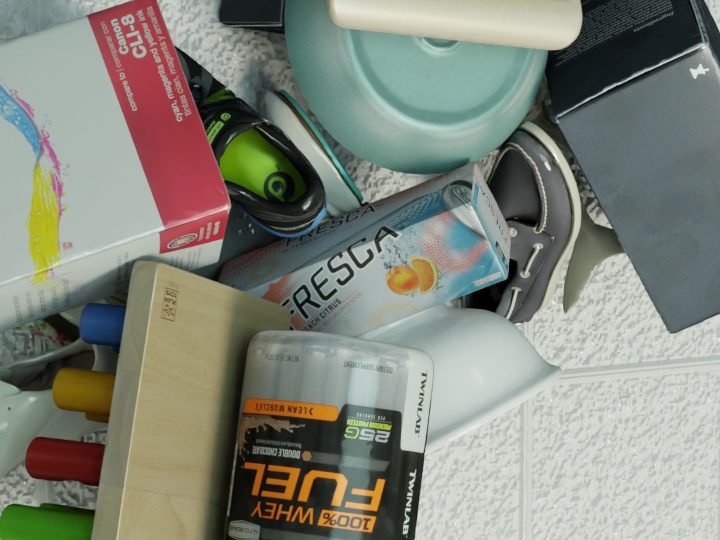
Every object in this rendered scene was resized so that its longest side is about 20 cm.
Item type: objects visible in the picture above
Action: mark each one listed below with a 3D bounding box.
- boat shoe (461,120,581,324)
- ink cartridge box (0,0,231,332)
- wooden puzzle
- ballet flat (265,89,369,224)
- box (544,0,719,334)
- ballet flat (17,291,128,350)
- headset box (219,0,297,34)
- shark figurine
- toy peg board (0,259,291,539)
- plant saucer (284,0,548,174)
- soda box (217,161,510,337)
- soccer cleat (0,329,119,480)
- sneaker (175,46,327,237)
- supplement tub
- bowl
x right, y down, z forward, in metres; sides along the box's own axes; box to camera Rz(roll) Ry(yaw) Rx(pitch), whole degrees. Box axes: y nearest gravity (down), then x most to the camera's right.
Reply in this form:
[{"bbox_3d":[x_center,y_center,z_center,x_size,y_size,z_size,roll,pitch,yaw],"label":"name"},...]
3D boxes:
[{"bbox_3d":[0.108,-0.023,1.614,0.063,0.073,0.201,-33,151,-24],"label":"boat shoe"},{"bbox_3d":[-0.197,-0.054,1.376,0.199,0.145,0.146,-19,82,-11],"label":"ink cartridge box"},{"bbox_3d":[0.055,-0.248,1.473,0.184,0.037,0.202,3,70,-26],"label":"wooden puzzle"},{"bbox_3d":[-0.018,-0.037,1.592,0.070,0.069,0.200,-50,118,-18],"label":"ballet flat"},{"bbox_3d":[0.223,-0.100,1.629,0.123,0.197,0.201,-26,117,12],"label":"box"},{"bbox_3d":[-0.163,0.042,1.506,0.199,0.064,0.076,27,80,-31],"label":"ballet flat"},{"bbox_3d":[0.005,-0.242,1.562,0.199,0.093,0.176,4,93,-32],"label":"headset box"},{"bbox_3d":[0.117,-0.079,1.674,0.089,0.128,0.215,-30,130,1],"label":"shark figurine"},{"bbox_3d":[-0.138,0.105,1.425,0.200,0.097,0.201,24,72,-67],"label":"toy peg board"},{"bbox_3d":[0.047,-0.165,1.507,0.198,0.036,0.202,-1,92,-24],"label":"plant saucer"},{"bbox_3d":[0.000,0.000,1.534,0.199,0.069,0.064,-22,113,16],"label":"soda box"},{"bbox_3d":[-0.239,0.105,1.447,0.199,0.069,0.078,-33,135,-14],"label":"soccer cleat"},{"bbox_3d":[-0.101,-0.098,1.500,0.199,0.083,0.071,37,77,-3],"label":"sneaker"},{"bbox_3d":[-0.023,0.143,1.427,0.122,0.122,0.202,10,83,-32],"label":"supplement tub"},{"bbox_3d":[0.033,0.078,1.571,0.200,0.201,0.091,-25,88,-27],"label":"bowl"}]
